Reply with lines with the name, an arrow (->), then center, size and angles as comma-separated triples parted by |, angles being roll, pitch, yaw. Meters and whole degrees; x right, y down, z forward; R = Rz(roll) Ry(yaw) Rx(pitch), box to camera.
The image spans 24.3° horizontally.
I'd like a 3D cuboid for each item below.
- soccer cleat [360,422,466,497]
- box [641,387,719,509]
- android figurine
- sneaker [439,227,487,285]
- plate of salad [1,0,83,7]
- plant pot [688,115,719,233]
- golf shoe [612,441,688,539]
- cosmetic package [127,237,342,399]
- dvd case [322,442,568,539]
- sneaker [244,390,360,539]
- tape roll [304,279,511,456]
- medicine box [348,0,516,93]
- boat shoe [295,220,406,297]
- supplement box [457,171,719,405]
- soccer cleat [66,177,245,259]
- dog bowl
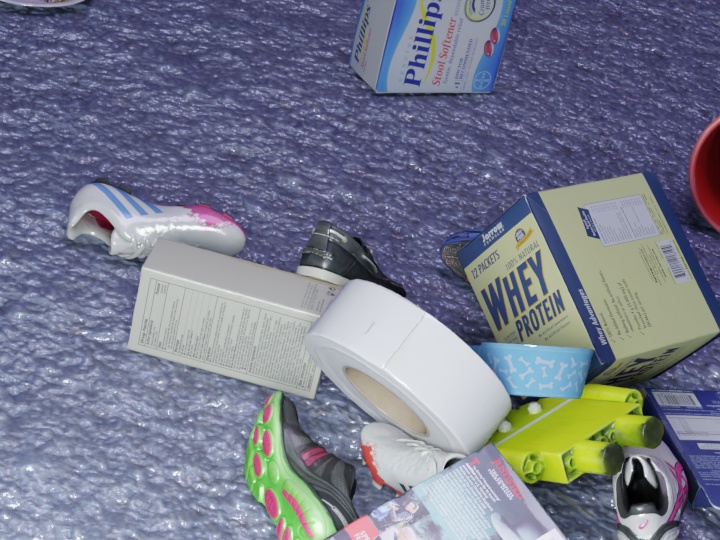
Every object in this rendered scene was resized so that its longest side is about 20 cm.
soccer cleat -> 0.067, 0.191, 1.556 | 0.068, 0.086, 0.200 | -7, 36, -31
box -> 0.377, 0.194, 1.734 | 0.121, 0.033, 0.200 | 4, 30, -16
android figurine -> 0.191, 0.160, 1.624 | 0.182, 0.041, 0.200 | -25, 17, -35
sneaker -> 0.166, 0.016, 1.904 | 0.200, 0.076, 0.078 | 32, 38, 31
plate of salad -> -0.479, -0.429, 2.396 | 0.199, 0.048, 0.200 | 11, 30, -6
plant pot -> 0.544, -0.144, 2.235 | 0.200, 0.201, 0.177 | 19, 20, 9
golf shoe -> 0.278, 0.206, 1.604 | 0.072, 0.092, 0.200 | -6, 27, 9
cosmetic package -> -0.126, 0.048, 1.695 | 0.199, 0.104, 0.073 | 17, 30, 1
dvd case -> 0.074, 0.249, 1.429 | 0.199, 0.022, 0.146 | -28, 62, -21
sneaker -> -0.050, 0.192, 1.532 | 0.083, 0.077, 0.200 | 11, 34, -31
tape roll -> 0.044, 0.098, 1.589 | 0.202, 0.203, 0.071 | 32, 73, 28
medicine box -> 0.104, -0.354, 2.383 | 0.199, 0.183, 0.103 | -4, 34, -28
boat shoe -> 0.000, 0.000, 1.788 | 0.072, 0.068, 0.200 | 4, -12, 28
supplement box -> 0.248, 0.021, 1.789 | 0.199, 0.134, 0.201 | -11, 70, -36
soccer cleat -> -0.229, -0.037, 1.844 | 0.199, 0.070, 0.087 | 15, 46, 6
dog bowl -> 0.152, 0.098, 1.646 | 0.111, 0.050, 0.200 | 5, -3, -21
